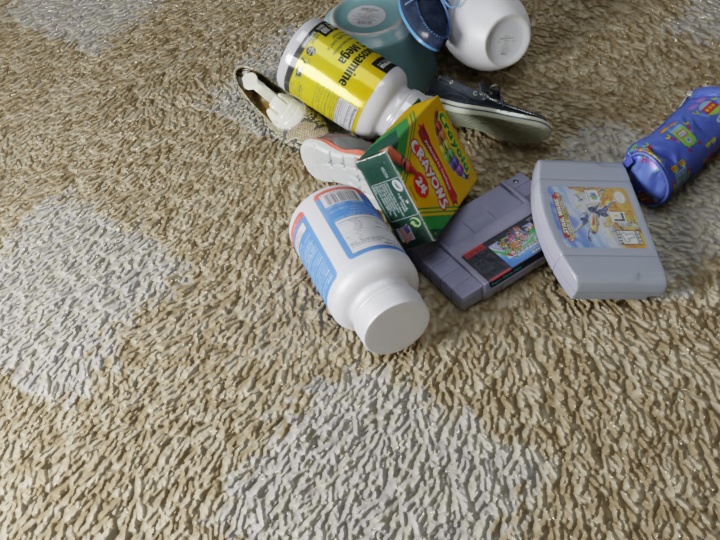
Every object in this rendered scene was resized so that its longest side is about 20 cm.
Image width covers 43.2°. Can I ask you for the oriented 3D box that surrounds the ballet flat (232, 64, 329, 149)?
[{"bbox_3d":[-0.127,-0.242,1.322,0.068,0.075,0.200,-46,55,-2],"label":"ballet flat"}]

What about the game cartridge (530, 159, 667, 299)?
[{"bbox_3d":[0.278,-0.054,1.097,0.132,0.042,0.201,3,53,-15],"label":"game cartridge"}]

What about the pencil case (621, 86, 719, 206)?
[{"bbox_3d":[0.419,-0.168,1.183,0.200,0.078,0.087,-39,79,-26],"label":"pencil case"}]

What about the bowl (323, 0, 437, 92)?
[{"bbox_3d":[0.017,-0.346,1.380,0.200,0.105,0.201,-3,48,4],"label":"bowl"}]

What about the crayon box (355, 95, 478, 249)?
[{"bbox_3d":[0.081,-0.132,1.132,0.051,0.127,0.200,-16,24,35],"label":"crayon box"}]

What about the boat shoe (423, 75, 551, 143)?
[{"bbox_3d":[0.176,-0.229,1.270,0.199,0.075,0.062,21,79,30],"label":"boat shoe"}]

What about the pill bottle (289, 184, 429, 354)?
[{"bbox_3d":[0.000,0.000,1.063,0.112,0.113,0.200,-21,49,-11],"label":"pill bottle"}]

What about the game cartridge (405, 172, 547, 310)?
[{"bbox_3d":[0.167,-0.040,1.133,0.200,0.038,0.130,-30,47,-19],"label":"game cartridge"}]

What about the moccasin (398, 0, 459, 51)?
[{"bbox_3d":[0.095,-0.407,1.330,0.080,0.068,0.201,18,46,-37],"label":"moccasin"}]

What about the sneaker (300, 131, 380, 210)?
[{"bbox_3d":[0.013,-0.146,1.222,0.200,0.077,0.082,29,51,28],"label":"sneaker"}]

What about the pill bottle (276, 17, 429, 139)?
[{"bbox_3d":[-0.008,-0.257,1.272,0.200,0.113,0.113,33,57,7],"label":"pill bottle"}]

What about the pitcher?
[{"bbox_3d":[0.195,-0.385,1.396,0.171,0.122,0.200,-12,35,-21],"label":"pitcher"}]
